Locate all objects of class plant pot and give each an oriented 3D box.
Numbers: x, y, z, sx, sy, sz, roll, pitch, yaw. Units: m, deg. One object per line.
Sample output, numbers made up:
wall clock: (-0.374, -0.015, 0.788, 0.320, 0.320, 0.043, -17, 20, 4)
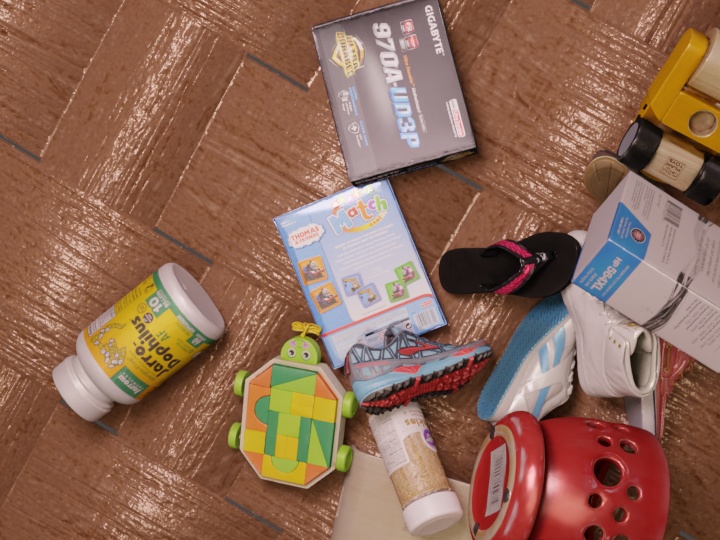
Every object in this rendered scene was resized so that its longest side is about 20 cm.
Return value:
plant pot: (0.230, 0.262, 1.621, 0.182, 0.200, 0.201, 13, 95, -12)

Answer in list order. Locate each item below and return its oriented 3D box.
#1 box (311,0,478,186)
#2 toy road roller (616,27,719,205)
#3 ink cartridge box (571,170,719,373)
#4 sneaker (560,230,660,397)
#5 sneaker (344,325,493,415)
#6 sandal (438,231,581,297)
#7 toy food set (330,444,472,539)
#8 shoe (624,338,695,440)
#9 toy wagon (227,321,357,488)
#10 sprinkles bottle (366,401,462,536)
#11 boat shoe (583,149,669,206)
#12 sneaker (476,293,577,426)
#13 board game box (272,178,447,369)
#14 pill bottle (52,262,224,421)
box: (0.041, -0.216, 1.693, 0.159, 0.046, 0.200, -14, 81, 6)
toy road roller: (0.382, -0.188, 1.607, 0.123, 0.146, 0.200, 26, 121, -6)
ink cartridge box: (0.353, 0.002, 1.586, 0.200, 0.146, 0.084, 33, 130, -3)
sneaker: (0.293, 0.049, 1.618, 0.074, 0.116, 0.200, -14, 94, -25)
sneaker: (0.070, 0.099, 1.676, 0.096, 0.200, 0.079, 60, 140, 24)
sandal: (0.168, -0.003, 1.660, 0.200, 0.045, 0.075, -7, 82, 37)
toy food set: (0.065, 0.310, 1.737, 0.200, 0.060, 0.144, 15, 95, 13)
shoe: (0.366, 0.117, 1.682, 0.091, 0.071, 0.200, -6, 102, -7)
toy wagon: (-0.082, 0.162, 1.725, 0.155, 0.040, 0.200, 9, 102, 16)
sprinkles bottle: (0.056, 0.213, 1.680, 0.068, 0.068, 0.200, -25, 63, 7)
boat shoe: (0.347, -0.069, 1.675, 0.073, 0.065, 0.200, -33, 107, 33)
sneaker: (0.224, 0.110, 1.702, 0.081, 0.077, 0.200, 33, 92, -21)
board game box: (0.000, 0.000, 1.730, 0.151, 0.037, 0.200, -22, 92, 6)
pill bottle: (-0.275, 0.092, 1.725, 0.200, 0.113, 0.113, -38, 89, 6)
